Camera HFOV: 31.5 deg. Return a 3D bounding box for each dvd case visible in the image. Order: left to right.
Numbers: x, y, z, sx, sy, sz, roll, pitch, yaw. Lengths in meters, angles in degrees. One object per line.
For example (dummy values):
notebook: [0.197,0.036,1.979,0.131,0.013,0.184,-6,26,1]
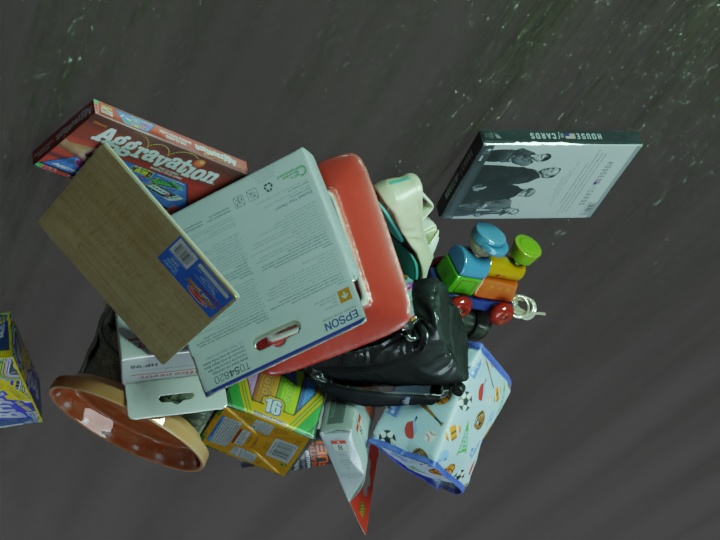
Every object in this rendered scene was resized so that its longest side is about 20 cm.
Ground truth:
dvd case: [0.203,-0.108,1.461,0.198,0.025,0.151,-2,150,-20]

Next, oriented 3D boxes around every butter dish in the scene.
butter dish: [-0.034,-0.004,1.414,0.199,0.201,0.148,-22,171,22]

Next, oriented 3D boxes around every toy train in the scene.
toy train: [0.189,0.003,1.609,0.199,0.085,0.116,9,132,-34]

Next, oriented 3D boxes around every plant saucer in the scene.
plant saucer: [-0.265,0.173,1.479,0.199,0.033,0.201,21,155,10]

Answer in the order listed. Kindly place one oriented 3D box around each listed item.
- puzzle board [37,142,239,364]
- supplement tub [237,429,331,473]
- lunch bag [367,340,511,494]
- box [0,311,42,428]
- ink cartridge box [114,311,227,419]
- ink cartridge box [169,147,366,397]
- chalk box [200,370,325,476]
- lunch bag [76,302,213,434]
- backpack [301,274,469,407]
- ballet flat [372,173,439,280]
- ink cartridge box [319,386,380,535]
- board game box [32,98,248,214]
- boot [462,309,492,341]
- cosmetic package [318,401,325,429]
puzzle board: [-0.225,-0.014,1.290,0.151,0.200,0.017,-39,-175,40]
supplement tub: [-0.086,0.241,1.890,0.198,0.108,0.107,-10,152,-4]
lunch bag: [0.112,0.186,1.635,0.123,0.171,0.200,18,167,31]
box: [-0.448,0.128,1.588,0.069,0.065,0.201,-8,152,-7]
ink cartridge box: [-0.211,0.053,1.402,0.115,0.202,0.067,-6,152,-12]
ink cartridge box: [-0.104,0.004,1.326,0.198,0.202,0.041,-25,163,14]
chalk box: [-0.109,0.131,1.611,0.123,0.201,0.125,21,142,-10]
lunch bag: [-0.262,0.127,1.584,0.166,0.140,0.200,21,143,-12]
backpack: [0.019,0.077,1.516,0.198,0.127,0.167,-7,138,19]
ballet flat: [0.061,-0.048,1.479,0.069,0.070,0.200,-14,150,4]
ink cartridge box: [0.006,0.212,1.627,0.050,0.163,0.201,-10,129,17]
board game box: [-0.220,-0.109,1.298,0.103,0.020,0.199,-33,145,32]
boot: [0.061,0.066,1.677,0.173,0.070,0.200,9,154,-23]
cosmetic package: [-0.088,0.155,1.736,0.198,0.108,0.085,1,149,-21]
